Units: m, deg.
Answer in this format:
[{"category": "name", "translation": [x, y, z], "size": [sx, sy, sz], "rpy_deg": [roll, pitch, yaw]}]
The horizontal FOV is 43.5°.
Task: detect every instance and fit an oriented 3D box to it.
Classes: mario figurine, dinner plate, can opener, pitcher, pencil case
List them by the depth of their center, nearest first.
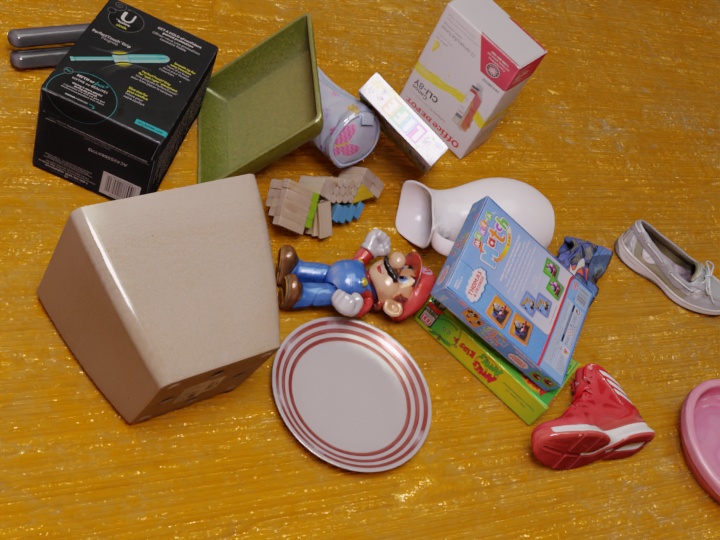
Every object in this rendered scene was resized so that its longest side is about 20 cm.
[{"category": "dinner plate", "translation": [-0.011, 0.143, 1.048], "size": [0.198, 0.024, 0.202], "rpy_deg": [15, 50, -18]}, {"category": "mario figurine", "translation": [0.000, 0.000, 1.104], "size": [0.198, 0.106, 0.125], "rpy_deg": [3, 78, -19]}, {"category": "can opener", "translation": [-0.372, -0.305, 1.203], "size": [0.199, 0.054, 0.067], "rpy_deg": [-16, 31, -35]}, {"category": "pitcher", "translation": [0.167, -0.056, 1.215], "size": [0.198, 0.122, 0.172], "rpy_deg": [3, 28, -20]}, {"category": "pencil case", "translation": [-0.056, -0.227, 1.235], "size": [0.083, 0.091, 0.200], "rpy_deg": [16, 26, -51]}]

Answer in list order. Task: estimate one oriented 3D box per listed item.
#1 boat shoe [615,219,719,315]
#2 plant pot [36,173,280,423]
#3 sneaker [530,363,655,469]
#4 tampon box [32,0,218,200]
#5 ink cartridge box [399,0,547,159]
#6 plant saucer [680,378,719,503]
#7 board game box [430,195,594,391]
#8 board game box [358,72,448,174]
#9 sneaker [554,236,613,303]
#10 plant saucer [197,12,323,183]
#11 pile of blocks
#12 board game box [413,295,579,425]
[{"category": "boat shoe", "translation": [0.491, -0.004, 1.392], "size": [0.201, 0.065, 0.075], "rpy_deg": [35, 47, 1]}, {"category": "plant pot", "translation": [-0.192, 0.040, 0.932], "size": [0.199, 0.200, 0.178], "rpy_deg": [-17, 75, -35]}, {"category": "sneaker", "translation": [0.272, 0.181, 1.144], "size": [0.198, 0.079, 0.116], "rpy_deg": [9, 42, -37]}, {"category": "tampon box", "translation": [-0.285, -0.204, 1.104], "size": [0.149, 0.127, 0.201], "rpy_deg": [24, 47, -7]}, {"category": "ink cartridge box", "translation": [0.161, -0.290, 1.353], "size": [0.145, 0.200, 0.083], "rpy_deg": [44, 51, 10]}, {"category": "plant saucer", "translation": [0.510, 0.246, 1.220], "size": [0.198, 0.051, 0.202], "rpy_deg": [14, 51, -18]}, {"category": "board game box", "translation": [0.192, 0.028, 1.115], "size": [0.200, 0.036, 0.152], "rpy_deg": [40, 56, -17]}, {"category": "board game box", "translation": [0.057, -0.196, 1.238], "size": [0.134, 0.034, 0.200], "rpy_deg": [46, 3, -1]}, {"category": "sneaker", "translation": [0.294, 0.019, 1.279], "size": [0.078, 0.076, 0.200], "rpy_deg": [29, 38, 8]}, {"category": "plant saucer", "translation": [-0.124, -0.209, 1.177], "size": [0.048, 0.199, 0.201], "rpy_deg": [37, 36, -44]}, {"category": "pile of blocks", "translation": [-0.055, -0.091, 1.193], "size": [0.062, 0.083, 0.199], "rpy_deg": [11, 18, 42]}, {"category": "board game box", "translation": [0.176, 0.091, 1.168], "size": [0.200, 0.048, 0.101], "rpy_deg": [43, 48, 9]}]
